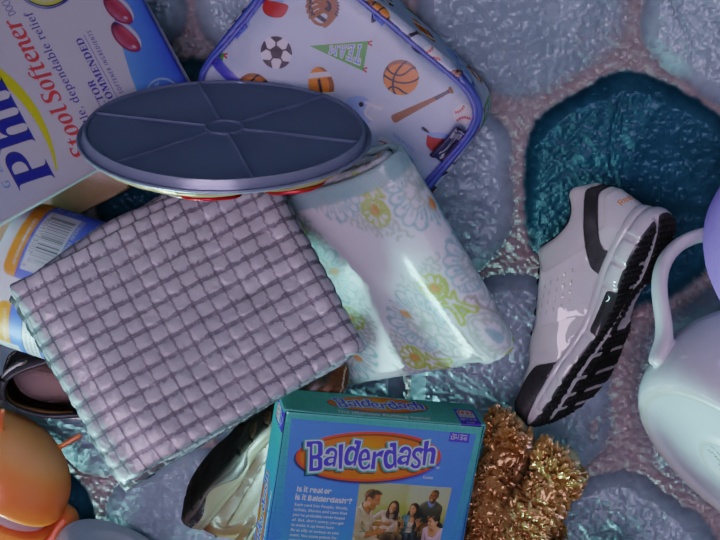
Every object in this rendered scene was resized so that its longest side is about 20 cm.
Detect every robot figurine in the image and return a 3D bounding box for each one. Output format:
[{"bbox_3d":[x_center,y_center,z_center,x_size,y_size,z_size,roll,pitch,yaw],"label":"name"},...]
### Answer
[{"bbox_3d":[-0.303,0.191,1.537,0.144,0.117,0.200,39,107,0],"label":"robot figurine"}]

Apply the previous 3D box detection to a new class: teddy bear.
[{"bbox_3d":[0.109,0.200,1.476,0.145,0.067,0.201,42,126,22],"label":"teddy bear"}]

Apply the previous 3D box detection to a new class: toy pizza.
[{"bbox_3d":[-0.092,-0.083,1.325,0.199,0.200,0.032,4,115,7],"label":"toy pizza"}]

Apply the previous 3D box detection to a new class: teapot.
[{"bbox_3d":[0.304,0.088,1.407,0.197,0.200,0.146,27,66,36],"label":"teapot"}]

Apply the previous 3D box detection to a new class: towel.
[{"bbox_3d":[-0.119,0.035,1.356,0.199,0.086,0.166,-29,82,-12],"label":"towel"},{"bbox_3d":[0.000,0.000,1.421,0.199,0.048,0.172,-11,120,46],"label":"towel"}]

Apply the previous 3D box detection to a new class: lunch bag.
[{"bbox_3d":[-0.011,-0.123,1.438,0.200,0.076,0.160,42,108,-2],"label":"lunch bag"}]

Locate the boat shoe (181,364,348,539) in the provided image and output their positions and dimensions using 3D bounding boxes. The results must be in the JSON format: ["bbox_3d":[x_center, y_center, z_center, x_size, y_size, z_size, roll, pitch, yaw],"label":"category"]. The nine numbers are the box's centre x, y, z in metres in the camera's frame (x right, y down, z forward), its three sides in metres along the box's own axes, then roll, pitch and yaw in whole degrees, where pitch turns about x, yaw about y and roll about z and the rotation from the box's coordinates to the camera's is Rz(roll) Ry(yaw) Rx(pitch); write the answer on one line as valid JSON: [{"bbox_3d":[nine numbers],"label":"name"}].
[{"bbox_3d":[-0.061,0.139,1.502,0.074,0.076,0.200,31,128,-14],"label":"boat shoe"}]

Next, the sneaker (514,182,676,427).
[{"bbox_3d":[0.161,0.025,1.460,0.080,0.074,0.201,36,114,28],"label":"sneaker"}]

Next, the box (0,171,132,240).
[{"bbox_3d":[-0.296,-0.093,1.512,0.199,0.021,0.164,-25,100,12],"label":"box"}]

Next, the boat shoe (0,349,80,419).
[{"bbox_3d":[-0.181,0.090,1.519,0.199,0.068,0.072,3,105,5],"label":"boat shoe"}]

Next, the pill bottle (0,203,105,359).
[{"bbox_3d":[-0.168,0.029,1.456,0.199,0.112,0.113,18,106,9],"label":"pill bottle"}]

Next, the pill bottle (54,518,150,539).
[{"bbox_3d":[-0.228,0.308,1.555,0.111,0.111,0.201,28,106,1],"label":"pill bottle"}]

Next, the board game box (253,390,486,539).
[{"bbox_3d":[0.000,0.192,1.442,0.151,0.045,0.201,6,107,-13],"label":"board game box"}]

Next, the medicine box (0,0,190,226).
[{"bbox_3d":[-0.249,-0.142,1.401,0.200,0.103,0.183,-33,100,-29],"label":"medicine box"}]

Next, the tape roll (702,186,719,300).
[{"bbox_3d":[0.340,-0.019,1.348,0.199,0.201,0.066,23,144,2],"label":"tape roll"}]
